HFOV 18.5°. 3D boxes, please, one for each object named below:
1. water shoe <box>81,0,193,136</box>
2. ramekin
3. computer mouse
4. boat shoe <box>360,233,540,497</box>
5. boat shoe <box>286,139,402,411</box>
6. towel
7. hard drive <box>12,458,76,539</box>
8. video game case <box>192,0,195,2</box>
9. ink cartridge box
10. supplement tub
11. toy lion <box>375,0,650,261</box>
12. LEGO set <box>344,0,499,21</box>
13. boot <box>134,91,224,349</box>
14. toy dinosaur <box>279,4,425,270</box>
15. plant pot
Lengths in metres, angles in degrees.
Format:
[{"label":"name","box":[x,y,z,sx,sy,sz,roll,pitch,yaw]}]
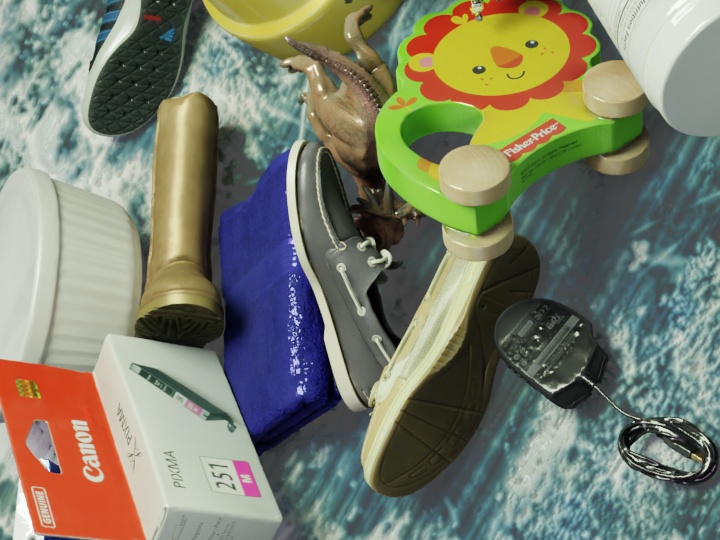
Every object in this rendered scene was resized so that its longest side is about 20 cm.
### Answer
[{"label":"water shoe","box":[-0.181,-0.208,1.835,0.201,0.071,0.079,-65,29,20]},{"label":"ramekin","box":[-0.243,0.026,1.760,0.202,0.093,0.204,-169,90,-67]},{"label":"computer mouse","box":[0.162,0.082,1.456,0.059,0.034,0.200,-47,53,-2]},{"label":"boat shoe","box":[0.053,0.060,1.532,0.063,0.073,0.202,25,90,51]},{"label":"boat shoe","box":[0.000,0.000,1.560,0.062,0.073,0.202,-10,104,22]},{"label":"towel","box":[-0.059,0.027,1.647,0.148,0.049,0.202,139,132,-57]},{"label":"hard drive","box":[-0.210,0.225,1.633,0.025,0.200,0.133,0,73,13]},{"label":"video game case","box":[-0.155,-0.349,1.896,0.182,0.024,0.201,32,97,43]},{"label":"ink cartridge box","box":[-0.164,0.119,1.582,0.044,0.172,0.200,-63,32,27]},{"label":"supplement tub","box":[0.209,-0.201,1.436,0.132,0.131,0.201,-44,51,22]},{"label":"toy lion","box":[0.089,-0.115,1.499,0.199,0.069,0.191,-31,47,-24]},{"label":"LEGO set","box":[0.055,-0.223,1.555,0.198,0.154,0.117,-9,86,-2]},{"label":"boot","box":[-0.138,-0.042,1.700,0.175,0.066,0.202,133,142,-70]},{"label":"toy dinosaur","box":[0.008,-0.097,1.574,0.085,0.200,0.136,-22,58,1]},{"label":"plant pot","box":[-0.078,-0.280,1.687,0.200,0.188,0.203,-15,67,38]}]
